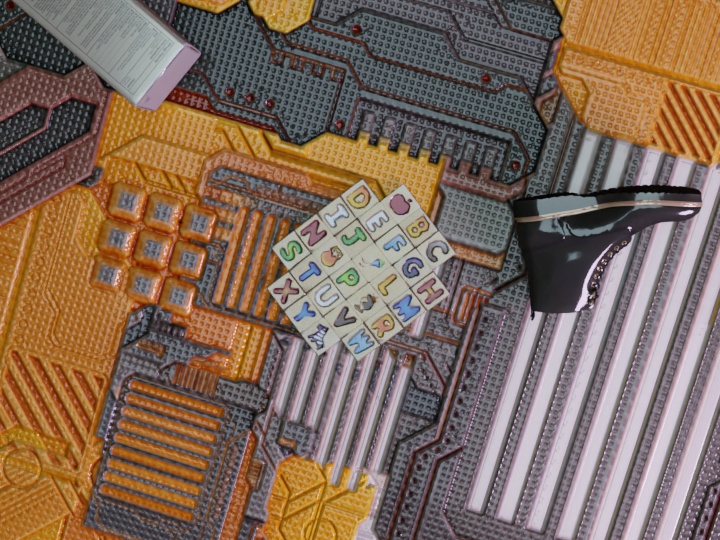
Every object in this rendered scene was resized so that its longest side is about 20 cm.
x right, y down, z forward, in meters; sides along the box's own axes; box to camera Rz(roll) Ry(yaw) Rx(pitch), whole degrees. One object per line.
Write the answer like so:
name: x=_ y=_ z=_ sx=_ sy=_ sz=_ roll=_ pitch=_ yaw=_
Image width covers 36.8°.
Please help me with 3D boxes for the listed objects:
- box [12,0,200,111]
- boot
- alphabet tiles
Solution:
box: x=-0.287 y=-0.277 z=1.211 sx=0.200 sy=0.078 sz=0.095 roll=42 pitch=96 yaw=1
boot: x=0.275 y=-0.020 z=1.191 sx=0.200 sy=0.077 sz=0.138 roll=-4 pitch=98 yaw=18
alphabet tiles: x=0.000 y=0.000 z=1.241 sx=0.200 sy=0.006 sz=0.166 roll=-37 pitch=90 yaw=6
